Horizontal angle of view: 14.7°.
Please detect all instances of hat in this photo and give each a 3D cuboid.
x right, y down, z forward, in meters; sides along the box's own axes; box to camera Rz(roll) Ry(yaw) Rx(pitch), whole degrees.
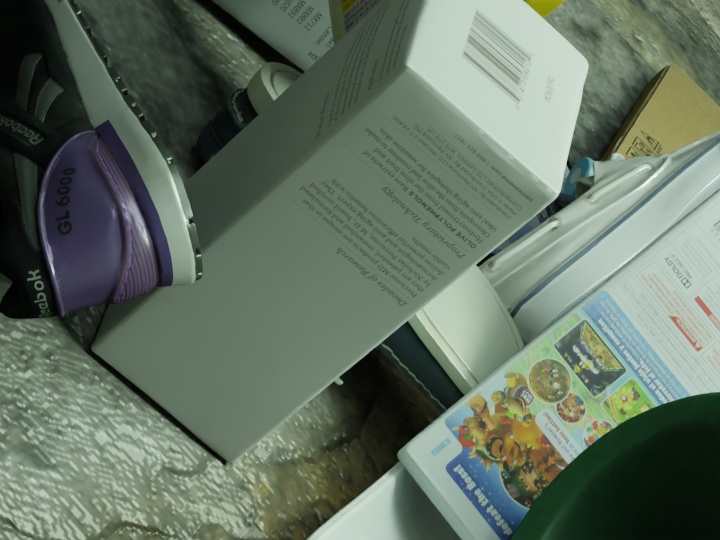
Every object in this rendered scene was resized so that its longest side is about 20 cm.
[{"bbox_3d":[0.157,0.178,1.156,0.176,0.200,0.165,45,-9,-36],"label":"hat"}]

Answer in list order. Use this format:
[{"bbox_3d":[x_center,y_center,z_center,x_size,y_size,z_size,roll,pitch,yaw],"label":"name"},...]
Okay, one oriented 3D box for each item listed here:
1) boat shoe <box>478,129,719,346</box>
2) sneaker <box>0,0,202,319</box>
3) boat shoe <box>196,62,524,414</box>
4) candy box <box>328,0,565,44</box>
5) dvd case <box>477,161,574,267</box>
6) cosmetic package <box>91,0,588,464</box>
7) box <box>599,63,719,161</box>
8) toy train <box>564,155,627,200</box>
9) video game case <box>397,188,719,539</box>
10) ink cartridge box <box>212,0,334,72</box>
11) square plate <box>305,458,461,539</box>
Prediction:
[{"bbox_3d":[0.133,-0.028,1.373,0.200,0.074,0.065,-34,58,-24],"label":"boat shoe"},{"bbox_3d":[-0.138,-0.053,1.113,0.200,0.087,0.076,-127,-158,-51],"label":"sneaker"},{"bbox_3d":[0.000,0.000,1.251,0.200,0.062,0.075,50,26,6],"label":"boat shoe"},{"bbox_3d":[0.034,-0.136,1.214,0.026,0.200,0.103,-5,79,-24],"label":"candy box"},{"bbox_3d":[0.057,-0.075,1.461,0.142,0.018,0.201,10,47,-50],"label":"dvd case"},{"bbox_3d":[-0.010,-0.026,1.129,0.085,0.200,0.108,39,35,-15],"label":"cosmetic package"},{"bbox_3d":[0.212,-0.030,1.596,0.163,0.021,0.200,45,25,-3],"label":"box"},{"bbox_3d":[0.195,0.017,1.443,0.199,0.056,0.151,33,39,-18],"label":"toy train"},{"bbox_3d":[0.134,0.074,1.209,0.200,0.018,0.143,-38,87,-18],"label":"video game case"},{"bbox_3d":[0.001,-0.188,1.416,0.175,0.084,0.200,37,37,-11],"label":"ink cartridge box"},{"bbox_3d":[0.070,0.165,1.196,0.200,0.028,0.198,51,29,2],"label":"square plate"}]
